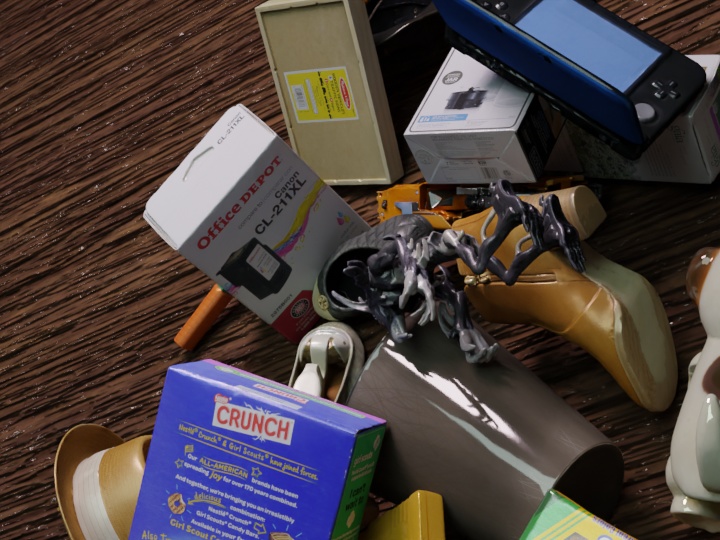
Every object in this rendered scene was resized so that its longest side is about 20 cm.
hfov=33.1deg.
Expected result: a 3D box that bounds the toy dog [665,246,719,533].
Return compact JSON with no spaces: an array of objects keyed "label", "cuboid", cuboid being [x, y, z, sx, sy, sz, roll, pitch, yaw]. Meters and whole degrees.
[{"label":"toy dog","cuboid":[0.276,0.076,0.856,0.139,0.193,0.202,-8,63,47]}]

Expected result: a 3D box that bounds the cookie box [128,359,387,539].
[{"label":"cookie box","cuboid":[-0.088,0.193,0.969,0.169,0.075,0.202,17,98,18]}]

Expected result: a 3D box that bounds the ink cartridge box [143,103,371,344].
[{"label":"ink cartridge box","cuboid":[-0.093,-0.042,1.197,0.146,0.200,0.083,-48,45,0]}]

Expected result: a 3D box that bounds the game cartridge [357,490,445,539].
[{"label":"game cartridge","cuboid":[0.008,0.291,0.954,0.200,0.032,0.178,-49,35,48]}]

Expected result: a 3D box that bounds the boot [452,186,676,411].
[{"label":"boot","cuboid":[0.164,0.032,1.001,0.143,0.203,0.071,-19,10,48]}]

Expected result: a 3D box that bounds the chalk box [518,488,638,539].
[{"label":"chalk box","cuboid":[0.146,0.281,0.847,0.123,0.124,0.201,28,79,33]}]

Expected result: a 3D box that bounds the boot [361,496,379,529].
[{"label":"boot","cuboid":[-0.070,0.181,1.121,0.200,0.071,0.146,-22,57,32]}]

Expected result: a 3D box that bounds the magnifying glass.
[{"label":"magnifying glass","cuboid":[-0.133,0.003,1.296,0.201,0.079,0.022,-53,47,10]}]

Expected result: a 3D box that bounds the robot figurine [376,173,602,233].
[{"label":"robot figurine","cuboid":[0.121,-0.058,1.110,0.198,0.144,0.059,4,101,40]}]

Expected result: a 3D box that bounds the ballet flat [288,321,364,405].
[{"label":"ballet flat","cuboid":[-0.035,0.098,1.118,0.067,0.063,0.201,0,37,8]}]

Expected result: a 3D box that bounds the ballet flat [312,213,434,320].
[{"label":"ballet flat","cuboid":[0.000,0.000,1.135,0.057,0.067,0.200,-31,-4,-36]}]

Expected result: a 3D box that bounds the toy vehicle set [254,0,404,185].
[{"label":"toy vehicle set","cuboid":[-0.032,-0.187,1.263,0.123,0.202,0.026,3,27,37]}]

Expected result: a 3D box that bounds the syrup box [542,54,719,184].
[{"label":"syrup box","cuboid":[0.231,-0.138,1.092,0.198,0.079,0.082,6,52,39]}]

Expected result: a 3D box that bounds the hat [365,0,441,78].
[{"label":"hat","cuboid":[0.035,-0.259,1.320,0.198,0.081,0.201,-19,31,12]}]

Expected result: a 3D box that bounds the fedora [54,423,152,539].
[{"label":"fedora","cuboid":[-0.192,0.219,1.108,0.081,0.201,0.202,-31,48,15]}]

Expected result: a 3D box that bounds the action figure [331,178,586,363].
[{"label":"action figure","cuboid":[0.066,0.011,0.934,0.199,0.118,0.103,-29,56,33]}]

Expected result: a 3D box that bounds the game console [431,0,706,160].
[{"label":"game console","cuboid":[0.166,-0.191,0.961,0.199,0.119,0.171,37,61,19]}]

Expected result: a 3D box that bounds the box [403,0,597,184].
[{"label":"box","cuboid":[0.132,-0.169,1.080,0.116,0.060,0.201,3,49,36]}]

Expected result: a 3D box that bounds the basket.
[{"label":"basket","cuboid":[0.101,0.145,0.982,0.199,0.136,0.182,31,90,41]}]
